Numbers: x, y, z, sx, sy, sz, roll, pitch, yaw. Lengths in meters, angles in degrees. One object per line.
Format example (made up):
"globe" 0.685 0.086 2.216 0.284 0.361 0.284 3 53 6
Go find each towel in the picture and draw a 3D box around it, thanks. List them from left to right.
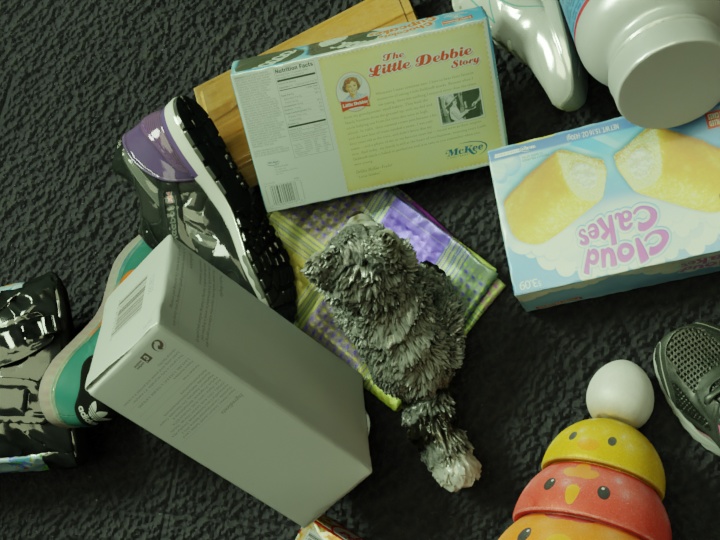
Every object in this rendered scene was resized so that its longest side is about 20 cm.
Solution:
"towel" 0.000 0.000 0.911 0.200 0.023 0.144 41 91 20

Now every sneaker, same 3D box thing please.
"sneaker" -0.168 0.041 0.892 0.079 0.072 0.201 -3 47 38
"sneaker" -0.124 -0.029 0.896 0.087 0.076 0.202 -28 89 18
"sneaker" 0.121 -0.203 0.899 0.080 0.070 0.202 -26 64 15
"sneaker" 0.281 0.112 0.767 0.080 0.086 0.200 -41 70 3

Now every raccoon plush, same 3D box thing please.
"raccoon plush" 0.037 0.051 0.806 0.096 0.134 0.201 -35 71 5

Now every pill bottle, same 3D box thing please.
"pill bottle" 0.199 -0.203 0.817 0.108 0.109 0.202 -18 52 12

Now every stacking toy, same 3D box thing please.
"stacking toy" 0.164 0.155 0.790 0.144 0.147 0.202 7 63 18

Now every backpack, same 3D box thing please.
"backpack" -0.331 0.099 0.935 0.197 0.154 0.165 -10 81 -10

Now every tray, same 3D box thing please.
"tray" -0.037 -0.150 0.936 0.198 0.037 0.100 -26 58 11

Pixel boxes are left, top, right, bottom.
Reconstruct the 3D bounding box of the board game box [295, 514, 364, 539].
"board game box" 0.012 0.296 0.830 0.199 0.046 0.153 28 87 20

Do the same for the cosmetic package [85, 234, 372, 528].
"cosmetic package" -0.088 0.081 0.811 0.081 0.200 0.113 -40 26 21

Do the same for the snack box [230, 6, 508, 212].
"snack box" 0.009 -0.123 0.874 0.197 0.037 0.117 -11 117 3

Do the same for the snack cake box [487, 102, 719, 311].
"snack cake box" 0.203 -0.049 0.836 0.197 0.067 0.117 -13 74 14
